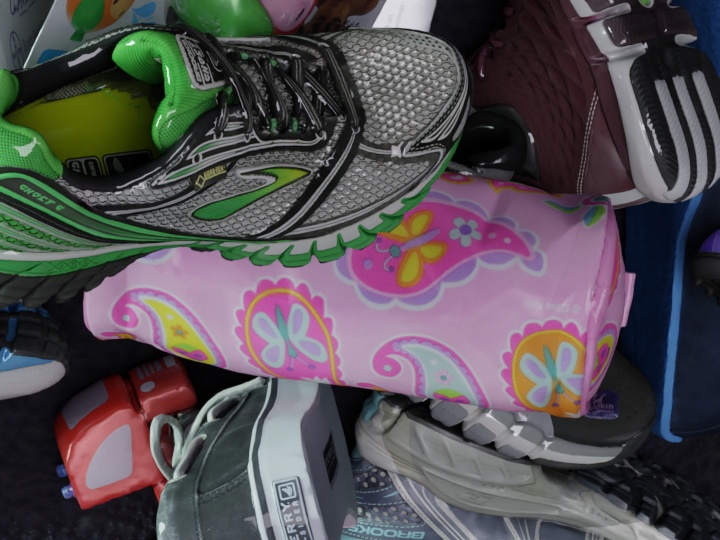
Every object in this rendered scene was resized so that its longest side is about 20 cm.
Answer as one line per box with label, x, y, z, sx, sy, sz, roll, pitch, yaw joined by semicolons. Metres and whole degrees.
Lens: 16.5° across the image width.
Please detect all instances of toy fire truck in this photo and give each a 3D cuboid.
toy fire truck;-0.102;0.147;1.019;0.141;0.049;0.200;-21;106;-7

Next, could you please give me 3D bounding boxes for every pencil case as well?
pencil case;0.000;0.000;0.906;0.199;0.087;0.088;8;102;6

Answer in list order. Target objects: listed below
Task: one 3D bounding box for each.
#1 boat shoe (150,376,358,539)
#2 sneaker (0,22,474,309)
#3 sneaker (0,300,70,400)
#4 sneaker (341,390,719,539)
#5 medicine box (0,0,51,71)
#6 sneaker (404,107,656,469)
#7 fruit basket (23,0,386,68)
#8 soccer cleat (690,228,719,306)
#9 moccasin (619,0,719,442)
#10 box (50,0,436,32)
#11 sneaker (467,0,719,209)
boat shoe;-0.041;0.079;0.931;0.068;0.199;0.074;-12;100;4
sneaker;-0.045;-0.044;0.821;0.200;0.085;0.078;-17;68;-28
sneaker;-0.211;0.057;0.968;0.199;0.075;0.087;-7;113;-5
sneaker;0.079;0.115;1.052;0.200;0.078;0.086;24;109;-11
medicine box;-0.211;-0.104;0.883;0.182;0.103;0.201;-9;105;6
sneaker;0.052;-0.001;0.976;0.200;0.075;0.116;25;127;-16
fruit basket;-0.019;-0.133;0.872;0.185;0.094;0.200;-1;119;-55
soccer cleat;0.217;-0.003;1.001;0.200;0.068;0.073;12;90;-30
moccasin;0.151;-0.028;1.034;0.068;0.081;0.201;-3;118;-18
box;-0.065;-0.131;0.971;0.199;0.036;0.145;11;100;-17
sneaker;0.065;-0.111;0.985;0.076;0.115;0.201;-8;80;-45
